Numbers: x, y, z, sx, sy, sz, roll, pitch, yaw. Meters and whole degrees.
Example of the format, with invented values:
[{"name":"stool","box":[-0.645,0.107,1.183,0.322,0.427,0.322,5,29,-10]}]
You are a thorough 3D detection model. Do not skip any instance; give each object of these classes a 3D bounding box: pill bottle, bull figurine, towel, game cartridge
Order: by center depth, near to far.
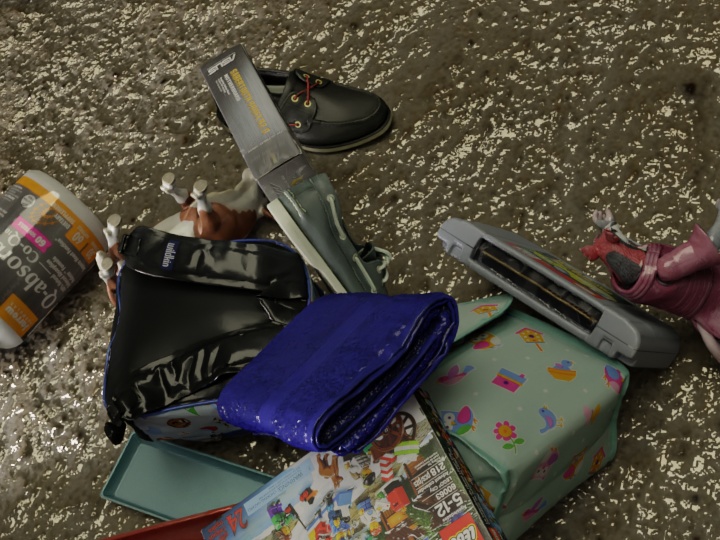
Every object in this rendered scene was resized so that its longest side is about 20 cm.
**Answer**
[{"name":"towel","box":[-0.018,0.076,0.908,0.148,0.050,0.200,-43,18,-20]},{"name":"game cartridge","box":[0.171,0.018,1.025,0.200,0.133,0.041,34,98,28]},{"name":"bull figurine","box":[-0.173,-0.036,1.192,0.200,0.122,0.065,-43,56,-5]},{"name":"pill bottle","box":[-0.357,0.005,1.223,0.116,0.117,0.200,29,71,32]}]

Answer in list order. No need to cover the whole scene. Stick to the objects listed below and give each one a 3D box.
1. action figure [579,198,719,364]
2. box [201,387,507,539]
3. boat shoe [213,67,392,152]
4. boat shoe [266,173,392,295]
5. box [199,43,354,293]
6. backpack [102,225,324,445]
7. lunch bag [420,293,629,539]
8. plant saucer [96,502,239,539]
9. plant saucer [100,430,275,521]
[{"name":"action figure","box":[0.257,0.016,0.978,0.134,0.199,0.150,-20,58,62]},{"name":"box","box":[-0.007,0.194,0.867,0.200,0.038,0.137,-37,60,13]},{"name":"boat shoe","box":[-0.065,-0.173,1.276,0.200,0.063,0.074,8,59,22]},{"name":"boat shoe","box":[0.000,0.000,1.058,0.062,0.200,0.073,-40,25,-2]},{"name":"box","box":[-0.068,-0.092,1.135,0.048,0.200,0.159,-30,53,1]},{"name":"backpack","box":[-0.119,0.064,1.083,0.189,0.154,0.201,-10,64,19]},{"name":"lunch bag","box":[0.087,0.105,0.975,0.170,0.123,0.200,-29,47,-35]},{"name":"plant saucer","box":[-0.164,0.312,0.994,0.198,0.037,0.201,-16,60,8]},{"name":"plant saucer","box":[-0.136,0.201,1.079,0.199,0.019,0.070,13,63,26]}]
